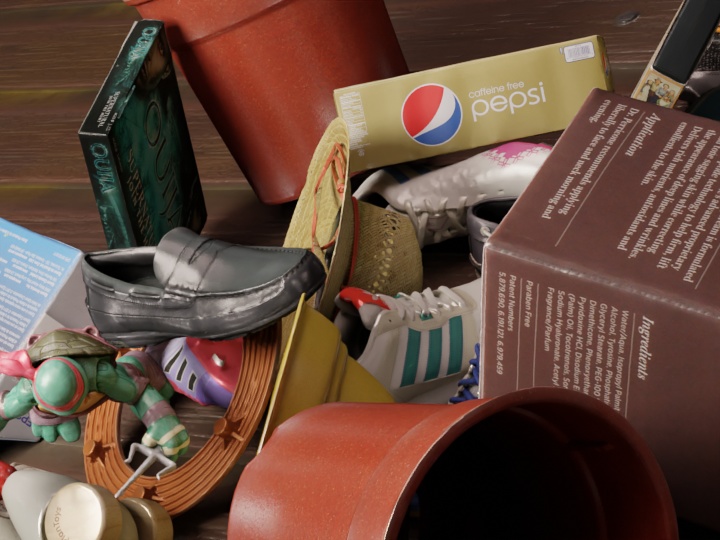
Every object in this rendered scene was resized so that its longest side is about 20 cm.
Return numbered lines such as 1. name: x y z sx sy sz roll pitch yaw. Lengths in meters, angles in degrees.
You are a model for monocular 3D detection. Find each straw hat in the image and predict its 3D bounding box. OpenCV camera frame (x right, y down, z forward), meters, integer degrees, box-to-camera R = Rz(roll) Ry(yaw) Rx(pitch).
1. straw hat: 0.000 0.000 1.690 0.085 0.202 0.201 13 25 -13

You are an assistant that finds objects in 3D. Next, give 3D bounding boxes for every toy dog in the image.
1. toy dog: -0.217 0.178 1.572 0.200 0.132 0.097 7 79 51

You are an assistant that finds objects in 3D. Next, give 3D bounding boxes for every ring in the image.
1. ring: -0.128 0.078 1.643 0.200 0.019 0.201 -28 47 35

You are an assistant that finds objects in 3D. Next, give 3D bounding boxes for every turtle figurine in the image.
1. turtle figurine: -0.181 0.085 1.524 0.149 0.101 0.200 2 1 3

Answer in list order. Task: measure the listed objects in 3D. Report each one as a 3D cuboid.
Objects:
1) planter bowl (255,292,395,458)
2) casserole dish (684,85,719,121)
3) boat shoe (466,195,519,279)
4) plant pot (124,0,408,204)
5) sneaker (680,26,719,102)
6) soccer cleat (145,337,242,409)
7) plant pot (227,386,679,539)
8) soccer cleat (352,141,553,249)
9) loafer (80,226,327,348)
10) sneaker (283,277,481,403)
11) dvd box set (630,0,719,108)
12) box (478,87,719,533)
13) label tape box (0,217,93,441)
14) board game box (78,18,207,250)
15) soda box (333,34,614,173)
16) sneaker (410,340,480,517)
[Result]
1. planter bowl: -0.025 0.122 1.478 0.083 0.201 0.201 16 34 -1
2. casserole dish: 0.257 -0.073 1.636 0.121 0.039 0.200 18 38 23
3. boat shoe: 0.163 -0.028 1.657 0.199 0.063 0.073 -6 30 28
4. plant pot: -0.054 -0.170 1.885 0.200 0.196 0.201 -25 12 6
5. sneaker: 0.301 -0.197 1.830 0.078 0.077 0.200 14 48 47
6. soccer cleat: -0.119 0.065 1.727 0.066 0.077 0.200 13 17 -31
7. plant pot: 0.036 0.155 1.322 0.201 0.201 0.195 -39 24 -26
8. soccer cleat: 0.068 -0.044 1.754 0.199 0.070 0.086 -6 23 44
9. loafer: -0.110 0.007 1.583 0.200 0.071 0.068 -8 26 40
10. sneaker: 0.034 0.042 1.606 0.199 0.094 0.070 -34 30 -17
11. dvd box set: 0.211 -0.134 1.669 0.029 0.200 0.147 28 60 3
12. box: 0.188 0.026 1.372 0.199 0.165 0.166 18 44 20
13. label tape box: -0.277 0.069 1.817 0.143 0.066 0.201 20 76 53
14. board game box: -0.162 -0.071 1.824 0.028 0.201 0.136 5 45 15
15. soda box: 0.085 -0.122 1.761 0.199 0.064 0.068 -10 3 10
16. sneaker: 0.086 0.072 1.520 0.200 0.088 0.075 -39 33 -23
